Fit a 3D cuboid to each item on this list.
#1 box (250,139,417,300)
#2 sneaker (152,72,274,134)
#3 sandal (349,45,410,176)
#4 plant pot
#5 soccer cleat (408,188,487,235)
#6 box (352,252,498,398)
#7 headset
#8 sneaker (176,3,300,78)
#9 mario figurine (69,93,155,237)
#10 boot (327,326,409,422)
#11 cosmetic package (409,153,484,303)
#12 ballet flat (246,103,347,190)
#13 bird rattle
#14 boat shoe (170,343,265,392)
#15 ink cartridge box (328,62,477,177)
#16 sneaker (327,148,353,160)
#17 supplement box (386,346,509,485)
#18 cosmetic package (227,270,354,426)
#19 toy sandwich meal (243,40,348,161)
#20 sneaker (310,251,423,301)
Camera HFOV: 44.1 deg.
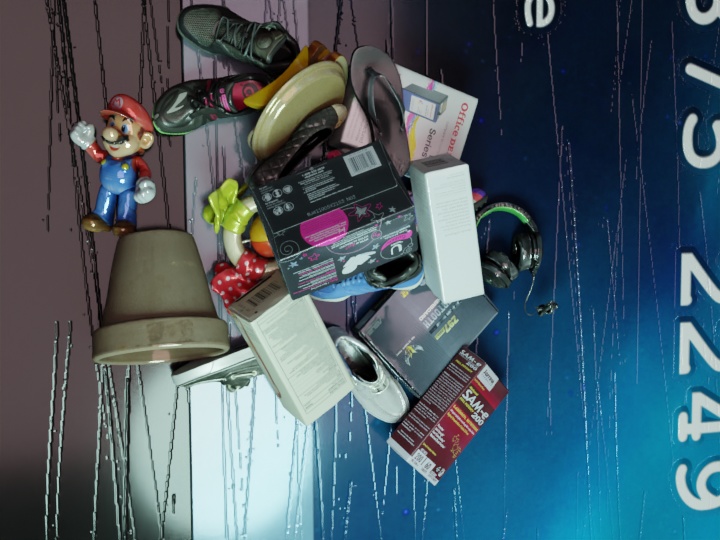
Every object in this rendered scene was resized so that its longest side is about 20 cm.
[{"bbox_3d":[-0.035,-0.070,1.241,0.197,0.115,0.134,-21,59,-7],"label":"box"},{"bbox_3d":[-0.218,-0.259,1.329,0.197,0.084,0.078,-21,98,-12],"label":"sneaker"},{"bbox_3d":[0.038,-0.239,1.329,0.075,0.043,0.204,-18,97,-12],"label":"sandal"},{"bbox_3d":[-0.293,0.038,1.288,0.196,0.200,0.179,-4,81,-14],"label":"plant pot"},{"bbox_3d":[0.112,-0.105,1.437,0.196,0.068,0.075,-21,95,-10],"label":"soccer cleat"},{"bbox_3d":[0.107,0.081,1.454,0.200,0.051,0.158,-45,104,-8],"label":"box"},{"bbox_3d":[0.256,-0.017,1.463,0.122,0.094,0.203,-28,89,-10],"label":"headset"},{"bbox_3d":[-0.175,-0.349,1.321,0.196,0.114,0.078,23,87,-13],"label":"sneaker"},{"bbox_3d":[-0.360,-0.154,1.289,0.121,0.106,0.205,6,96,-24],"label":"mario figurine"},{"bbox_3d":[0.013,0.175,1.414,0.074,0.095,0.200,-46,103,-7],"label":"boot"},{"bbox_3d":[0.130,-0.066,1.352,0.070,0.102,0.204,-12,109,-8],"label":"cosmetic package"},{"bbox_3d":[-0.086,-0.173,1.311,0.057,0.067,0.200,39,70,15],"label":"ballet flat"},{"bbox_3d":[-0.159,-0.041,1.334,0.160,0.113,0.204,-13,94,1],"label":"bird rattle"},{"bbox_3d":[-0.191,0.153,1.373,0.196,0.071,0.065,-16,98,-15],"label":"boat shoe"},{"bbox_3d":[0.068,-0.234,1.404,0.197,0.087,0.148,20,88,-16],"label":"ink cartridge box"},{"bbox_3d":[-0.055,-0.098,1.358,0.074,0.081,0.203,5,118,-43],"label":"sneaker"},{"bbox_3d":[0.145,0.237,1.448,0.201,0.061,0.109,-50,135,-6],"label":"supplement box"},{"bbox_3d":[-0.102,0.115,1.326,0.103,0.087,0.203,-35,119,-21],"label":"cosmetic package"},{"bbox_3d":[-0.098,-0.252,1.330,0.205,0.206,0.070,-44,73,-8],"label":"toy sandwich meal"},{"bbox_3d":[0.000,-0.001,1.369,0.195,0.111,0.079,-3,75,3],"label":"sneaker"}]
